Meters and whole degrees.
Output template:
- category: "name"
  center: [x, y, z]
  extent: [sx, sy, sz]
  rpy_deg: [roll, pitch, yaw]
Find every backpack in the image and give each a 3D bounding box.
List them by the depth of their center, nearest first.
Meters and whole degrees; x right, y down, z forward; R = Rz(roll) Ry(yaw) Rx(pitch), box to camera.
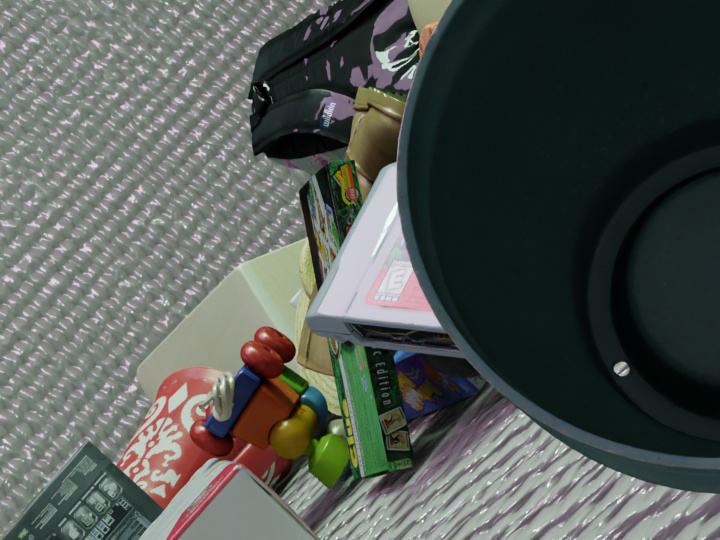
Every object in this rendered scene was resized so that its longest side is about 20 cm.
- category: "backpack"
  center: [0.006, -0.135, 1.860]
  extent: [0.199, 0.126, 0.168]
  rpy_deg: [-18, 55, 44]

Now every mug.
- category: "mug"
  center: [-0.150, 0.180, 1.996]
  extent: [0.200, 0.133, 0.178]
  rpy_deg: [-56, -9, -43]

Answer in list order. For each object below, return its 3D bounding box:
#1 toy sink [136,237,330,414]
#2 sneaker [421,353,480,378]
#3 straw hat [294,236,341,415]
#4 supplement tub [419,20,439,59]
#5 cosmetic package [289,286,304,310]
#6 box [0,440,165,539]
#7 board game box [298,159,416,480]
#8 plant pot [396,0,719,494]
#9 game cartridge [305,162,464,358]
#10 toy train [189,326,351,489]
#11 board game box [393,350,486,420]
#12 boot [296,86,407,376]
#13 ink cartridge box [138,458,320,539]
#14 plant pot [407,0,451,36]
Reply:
- category: "toy sink"
  center: [-0.083, 0.081, 2.126]
  extent: [0.112, 0.131, 0.200]
  rpy_deg: [-22, -15, -43]
- category: "sneaker"
  center: [0.118, -0.006, 1.524]
  extent: [0.200, 0.074, 0.081]
  rpy_deg: [-42, -5, 1]
- category: "straw hat"
  center: [0.000, 0.000, 1.806]
  extent: [0.200, 0.085, 0.202]
  rpy_deg: [-23, 50, 30]
- category: "supplement tub"
  center: [0.146, -0.141, 1.547]
  extent: [0.199, 0.123, 0.122]
  rpy_deg: [-20, -2, -13]
- category: "cosmetic package"
  center: [0.050, -0.013, 1.931]
  extent: [0.200, 0.108, 0.085]
  rpy_deg: [-48, -1, 5]
- category: "box"
  center: [-0.214, 0.253, 1.812]
  extent: [0.200, 0.158, 0.051]
  rpy_deg: [-50, 4, -18]
- category: "board game box"
  center: [-0.004, 0.035, 1.588]
  extent: [0.023, 0.202, 0.105]
  rpy_deg: [-10, -5, -16]
- category: "plant pot"
  center: [0.122, -0.015, 0.788]
  extent: [0.200, 0.200, 0.134]
  rpy_deg: [-48, -23, -7]
- category: "game cartridge"
  center: [0.066, -0.012, 1.463]
  extent: [0.199, 0.041, 0.134]
  rpy_deg: [4, 55, 44]
- category: "toy train"
  center: [-0.054, 0.114, 1.712]
  extent: [0.085, 0.115, 0.200]
  rpy_deg: [-57, -1, 9]
- category: "board game box"
  center: [0.077, 0.032, 1.662]
  extent: [0.135, 0.045, 0.200]
  rpy_deg: [-49, 4, -15]
- category: "boot"
  center: [0.011, -0.022, 1.670]
  extent: [0.175, 0.066, 0.202]
  rpy_deg: [-144, 68, -83]
- category: "ink cartridge box"
  center: [-0.112, 0.210, 1.675]
  extent: [0.148, 0.086, 0.200]
  rpy_deg: [-49, 3, -7]
- category: "plant pot"
  center: [0.120, -0.183, 1.685]
  extent: [0.200, 0.199, 0.135]
  rpy_deg: [-44, 27, 43]
